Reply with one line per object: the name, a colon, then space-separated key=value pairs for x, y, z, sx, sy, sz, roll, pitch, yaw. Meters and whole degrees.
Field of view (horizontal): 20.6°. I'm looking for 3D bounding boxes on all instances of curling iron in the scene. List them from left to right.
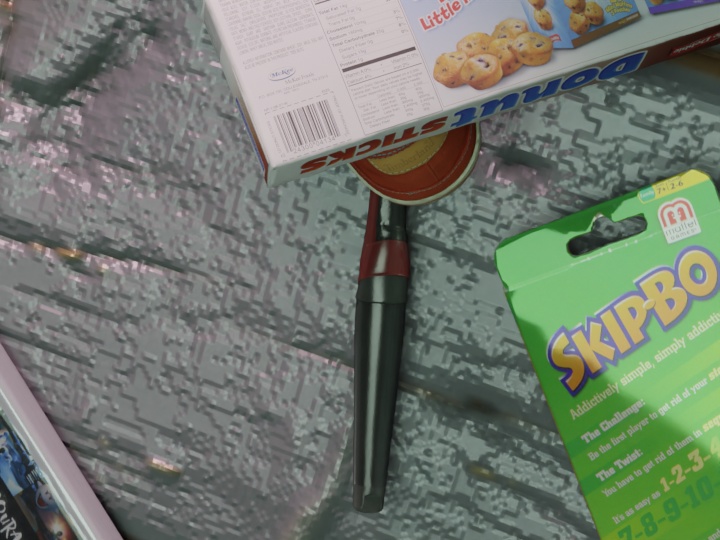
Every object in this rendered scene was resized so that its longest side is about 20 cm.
curling iron: x=0.000 y=0.000 z=0.815 sx=0.049 sy=0.026 sz=0.202 roll=-2 pitch=99 yaw=13

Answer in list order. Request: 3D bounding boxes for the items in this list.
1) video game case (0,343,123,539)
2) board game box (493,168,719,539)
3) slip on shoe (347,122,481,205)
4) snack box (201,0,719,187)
video game case: x=-0.213 y=0.111 z=0.900 sx=0.181 sy=0.023 sz=0.201 roll=-32 pitch=90 yaw=19
board game box: x=0.131 y=0.066 z=0.790 sx=0.095 sy=0.030 sz=0.201 roll=-20 pitch=97 yaw=18
slip on shoe: x=-0.020 y=-0.116 z=0.765 sx=0.074 sy=0.061 sz=0.201 roll=-32 pitch=74 yaw=6
snack box: x=0.047 y=-0.094 z=0.721 sx=0.199 sy=0.024 sz=0.072 roll=-19 pitch=74 yaw=-14
